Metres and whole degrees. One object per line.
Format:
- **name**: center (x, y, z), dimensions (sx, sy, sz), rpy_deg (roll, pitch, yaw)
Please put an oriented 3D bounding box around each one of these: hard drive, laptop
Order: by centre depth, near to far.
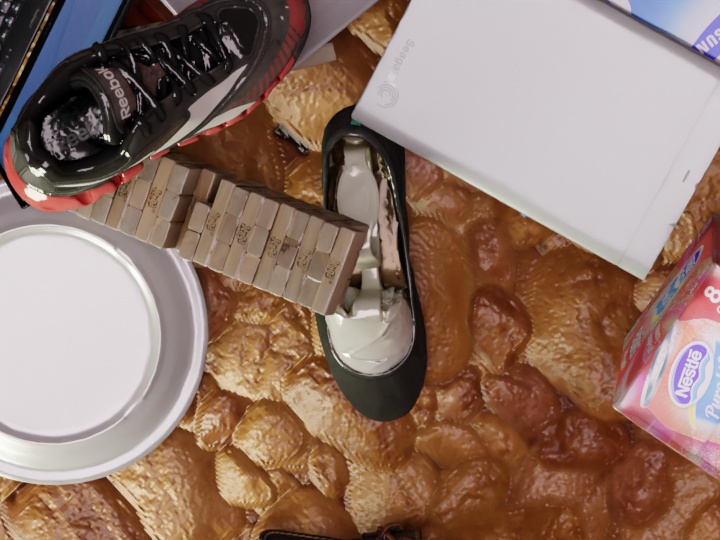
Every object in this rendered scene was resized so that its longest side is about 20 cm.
- **hard drive**: center (0.112, -0.100, 1.362), dimensions (0.199, 0.026, 0.132), rpy_deg (29, 102, 3)
- **laptop**: center (-0.230, -0.163, 1.402), dimensions (0.199, 0.103, 0.178), rpy_deg (30, 101, 8)

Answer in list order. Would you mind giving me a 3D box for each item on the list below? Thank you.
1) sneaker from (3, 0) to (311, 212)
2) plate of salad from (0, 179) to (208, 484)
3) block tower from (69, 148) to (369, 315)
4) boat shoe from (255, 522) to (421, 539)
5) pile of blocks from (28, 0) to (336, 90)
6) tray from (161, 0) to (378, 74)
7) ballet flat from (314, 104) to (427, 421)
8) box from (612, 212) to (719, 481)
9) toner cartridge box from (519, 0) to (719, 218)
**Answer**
- **sneaker**: center (-0.113, -0.103, 1.293), dimensions (0.200, 0.098, 0.071), rpy_deg (-32, 86, -3)
- **plate of salad**: center (-0.195, 0.036, 1.466), dimensions (0.199, 0.048, 0.201), rpy_deg (0, 101, -1)
- **block tower**: center (-0.091, -0.034, 1.382), dimensions (0.199, 0.058, 0.054), rpy_deg (22, 99, 18)
- **boat shoe**: center (0.028, 0.192, 1.446), dimensions (0.199, 0.070, 0.071), rpy_deg (16, 108, -3)
- **pile of blocks**: center (-0.115, -0.138, 1.407), dimensions (0.199, 0.082, 0.063), rpy_deg (-11, 98, 11)
- **tray**: center (-0.026, -0.198, 1.376), dimensions (0.200, 0.022, 0.107), rpy_deg (-40, 88, -14)
- **ballet flat**: center (0.000, 0.000, 1.418), dimensions (0.068, 0.068, 0.201), rpy_deg (-6, 99, 7)
- **box**: center (0.213, 0.044, 1.324), dimensions (0.094, 0.200, 0.103), rpy_deg (34, 103, 2)
- **toner cartridge box**: center (0.151, -0.129, 1.386), dimensions (0.200, 0.043, 0.095), rpy_deg (-38, 93, 12)
